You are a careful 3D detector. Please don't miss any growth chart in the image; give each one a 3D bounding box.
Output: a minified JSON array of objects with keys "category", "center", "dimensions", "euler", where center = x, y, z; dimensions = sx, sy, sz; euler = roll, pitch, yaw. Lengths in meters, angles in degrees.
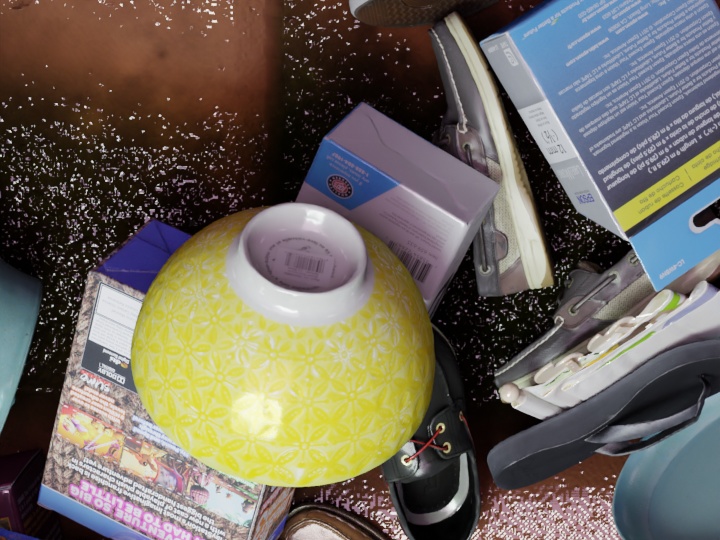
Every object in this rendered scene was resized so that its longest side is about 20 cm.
[{"category":"growth chart","center":[0.200,0.054,1.462],"dimensions":[0.199,0.145,0.018],"euler":[-31,60,12]}]

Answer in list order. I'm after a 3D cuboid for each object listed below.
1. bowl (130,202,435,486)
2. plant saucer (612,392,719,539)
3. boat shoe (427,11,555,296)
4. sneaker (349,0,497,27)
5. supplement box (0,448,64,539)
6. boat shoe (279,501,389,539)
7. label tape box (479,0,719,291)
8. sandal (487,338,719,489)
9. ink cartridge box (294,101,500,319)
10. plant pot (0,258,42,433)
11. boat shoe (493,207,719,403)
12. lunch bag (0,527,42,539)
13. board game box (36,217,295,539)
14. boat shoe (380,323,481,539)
[{"category":"bowl","center":[-0.042,0.023,1.331],"dimensions":[0.198,0.201,0.108],"euler":[16,136,3]},{"category":"plant saucer","center":[0.262,0.130,1.436],"dimensions":[0.199,0.201,0.028],"euler":[-32,114,11]},{"category":"boat shoe","center":[0.078,-0.075,1.476],"dimensions":[0.065,0.072,0.203],"euler":[-19,102,4]},{"category":"sneaker","center":[0.079,-0.233,1.460],"dimensions":[0.198,0.073,0.085],"euler":[-22,64,17]},{"category":"supplement box","center":[-0.279,0.248,1.557],"dimensions":[0.130,0.103,0.202],"euler":[-11,99,7]},{"category":"boat shoe","center":[0.014,0.253,1.544],"dimensions":[0.072,0.068,0.200],"euler":[-42,93,13]},{"category":"label tape box","center":[0.193,-0.107,1.437],"dimensions":[0.143,0.066,0.201],"euler":[-33,98,-14]},{"category":"sandal","center":[0.185,0.109,1.482],"dimensions":[0.199,0.076,0.043],"euler":[-30,61,15]},{"category":"ink cartridge box","center":[0.000,0.000,1.475],"dimensions":[0.115,0.067,0.201],"euler":[31,126,6]},{"category":"plant pot","center":[-0.328,0.041,1.490],"dimensions":[0.186,0.200,0.202],"euler":[18,102,-13]},{"category":"boat shoe","center":[0.172,0.021,1.490],"dimensions":[0.199,0.073,0.065],"euler":[-34,80,12]},{"category":"lunch bag","center":[-0.197,0.281,1.450],"dimensions":[0.198,0.124,0.172],"euler":[16,94,-3]},{"category":"board game box","center":[-0.117,0.094,1.474],"dimensions":[0.158,0.097,0.201],"euler":[24,121,11]},{"category":"boat shoe","center":[0.045,0.114,1.469],"dimensions":[0.073,0.063,0.203],"euler":[-18,131,-6]}]
